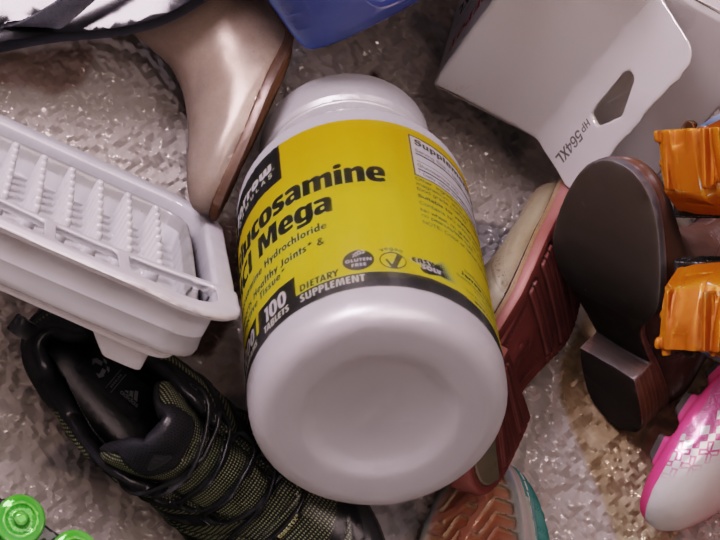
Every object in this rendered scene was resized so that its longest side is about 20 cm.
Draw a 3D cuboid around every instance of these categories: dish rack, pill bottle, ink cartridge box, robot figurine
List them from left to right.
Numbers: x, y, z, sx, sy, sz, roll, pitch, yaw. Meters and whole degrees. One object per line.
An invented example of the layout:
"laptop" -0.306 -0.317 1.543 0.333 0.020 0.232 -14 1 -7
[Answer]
"dish rack" -0.140 -0.019 0.966 0.170 0.200 0.044 23 102 -12
"pill bottle" 0.000 0.000 0.999 0.111 0.113 0.201 13 35 -15
"ink cartridge box" 0.130 -0.152 1.102 0.124 0.129 0.201 26 49 -10
"robot figurine" 0.203 -0.015 1.023 0.199 0.058 0.147 -4 94 -51

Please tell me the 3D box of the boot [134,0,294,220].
"boot" -0.098 -0.136 1.075 0.145 0.070 0.201 24 59 -7

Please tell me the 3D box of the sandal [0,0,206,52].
"sandal" -0.142 -0.141 1.026 0.198 0.043 0.077 -20 77 2

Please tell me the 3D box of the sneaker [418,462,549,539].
"sneaker" 0.074 0.188 1.026 0.080 0.071 0.202 31 46 -43

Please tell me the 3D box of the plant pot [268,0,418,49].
"plant pot" 0.020 -0.250 1.004 0.201 0.178 0.201 57 30 -36

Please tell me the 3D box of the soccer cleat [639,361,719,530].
"soccer cleat" 0.224 0.071 1.104 0.086 0.070 0.200 34 58 27

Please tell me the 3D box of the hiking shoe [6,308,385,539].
"hiking shoe" -0.076 0.087 0.974 0.199 0.101 0.076 36 97 2

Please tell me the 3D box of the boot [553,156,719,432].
"boot" 0.185 -0.039 1.092 0.064 0.187 0.200 36 62 29

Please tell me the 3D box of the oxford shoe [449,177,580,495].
"oxford shoe" 0.057 0.021 1.074 0.074 0.071 0.201 6 41 26

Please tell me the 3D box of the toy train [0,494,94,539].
"toy train" -0.096 0.169 0.981 0.199 0.042 0.057 34 74 -6
